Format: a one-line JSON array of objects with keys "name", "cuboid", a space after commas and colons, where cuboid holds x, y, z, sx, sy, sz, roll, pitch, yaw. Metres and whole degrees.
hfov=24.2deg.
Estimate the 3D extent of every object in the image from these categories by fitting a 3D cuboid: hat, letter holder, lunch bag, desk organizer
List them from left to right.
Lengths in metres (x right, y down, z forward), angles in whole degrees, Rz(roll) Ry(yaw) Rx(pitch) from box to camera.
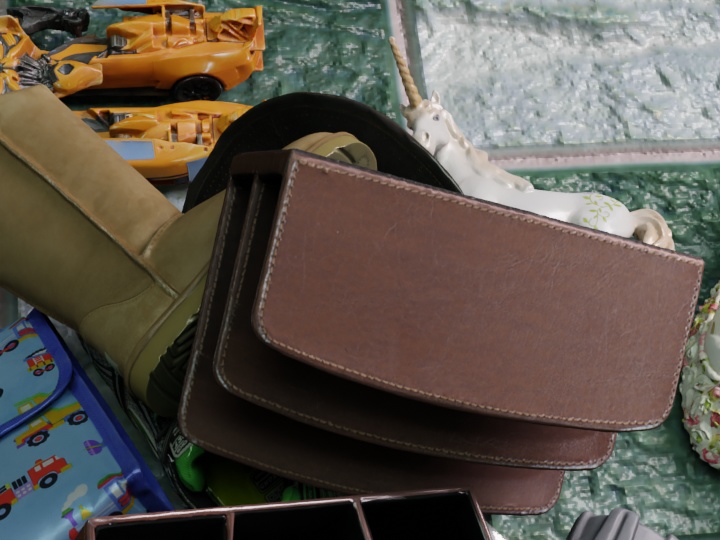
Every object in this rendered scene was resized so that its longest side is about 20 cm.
[{"name": "lunch bag", "cuboid": [-0.184, 0.110, 0.813, 0.150, 0.094, 0.200, -36, 42, -8]}, {"name": "desk organizer", "cuboid": [-0.036, 0.147, 0.732, 0.198, 0.077, 0.072, 0, 56, -33]}, {"name": "hat", "cuboid": [0.000, 0.000, 0.895, 0.201, 0.201, 0.081, 46, 30, 19]}, {"name": "letter holder", "cuboid": [0.032, 0.039, 0.752, 0.198, 0.100, 0.144, 14, 88, -19]}]

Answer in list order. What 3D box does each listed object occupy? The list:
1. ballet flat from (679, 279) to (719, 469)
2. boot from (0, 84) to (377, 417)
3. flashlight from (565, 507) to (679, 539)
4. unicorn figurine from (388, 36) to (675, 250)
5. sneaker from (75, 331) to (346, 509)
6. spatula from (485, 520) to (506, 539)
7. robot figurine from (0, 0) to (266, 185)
[{"name": "ballet flat", "cuboid": [0.223, 0.014, 0.936, 0.075, 0.064, 0.201, 11, 58, 20]}, {"name": "boot", "cuboid": [-0.115, -0.044, 0.851, 0.175, 0.066, 0.199, -45, 57, -12]}, {"name": "flashlight", "cuboid": [0.097, 0.212, 0.805, 0.068, 0.068, 0.201, 49, 53, -25]}, {"name": "unicorn figurine", "cuboid": [0.086, -0.026, 0.949, 0.198, 0.074, 0.138, 19, 50, -12]}, {"name": "sneaker", "cuboid": [-0.078, 0.068, 0.848, 0.200, 0.085, 0.078, 44, 96, 19]}, {"name": "spatula", "cuboid": [0.056, 0.127, 0.821, 0.199, 0.021, 0.057, 37, 69, 21]}, {"name": "robot figurine", "cuboid": [-0.152, -0.103, 0.966, 0.197, 0.058, 0.146, -3, 60, -8]}]
